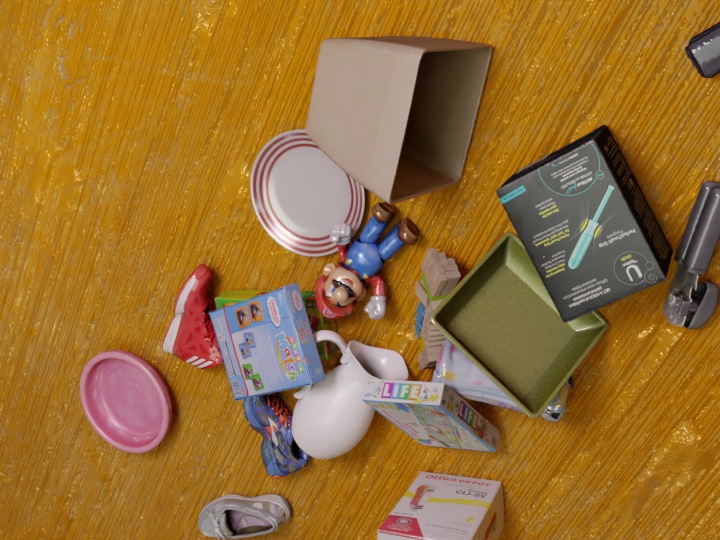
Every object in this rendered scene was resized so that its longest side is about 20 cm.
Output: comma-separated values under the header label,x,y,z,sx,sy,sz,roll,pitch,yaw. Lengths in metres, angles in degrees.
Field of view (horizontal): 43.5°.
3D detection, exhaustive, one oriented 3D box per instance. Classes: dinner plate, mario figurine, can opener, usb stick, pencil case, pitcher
label,x,y,z,sx,sy,sz,roll,pitch,yaw
dinner plate,-0.082,-0.121,1.414,0.198,0.024,0.202,8,111,23
mario figurine,0.000,0.000,1.367,0.201,0.106,0.124,-52,59,23
can opener,0.457,-0.016,1.199,0.066,0.053,0.202,7,113,-13
usb stick,0.491,-0.303,1.086,0.199,0.033,0.056,-30,93,29
pencil case,0.204,0.160,1.315,0.198,0.091,0.084,15,141,3
pitcher,-0.045,0.194,1.437,0.171,0.122,0.201,30,115,-16

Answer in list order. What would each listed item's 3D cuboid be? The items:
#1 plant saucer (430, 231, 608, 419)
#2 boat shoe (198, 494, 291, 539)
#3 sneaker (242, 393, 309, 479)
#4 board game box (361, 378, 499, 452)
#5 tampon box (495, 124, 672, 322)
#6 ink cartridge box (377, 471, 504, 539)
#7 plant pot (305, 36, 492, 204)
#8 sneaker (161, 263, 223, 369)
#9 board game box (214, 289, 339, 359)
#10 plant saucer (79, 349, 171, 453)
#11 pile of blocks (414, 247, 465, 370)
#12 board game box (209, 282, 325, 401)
label,x,y,z,sx,sy,sz,roll,pitch,yaw
plant saucer,0.218,0.079,1.273,0.200,0.200,0.048,44,152,5
boat shoe,-0.221,0.455,1.647,0.200,0.065,0.075,-12,102,27
sneaker,-0.140,0.260,1.550,0.078,0.075,0.202,-12,110,18
board game box,0.108,0.218,1.351,0.133,0.035,0.200,-1,151,34
tampon box,0.299,-0.063,1.200,0.149,0.126,0.201,-26,96,28
ink cartridge box,0.127,0.396,1.393,0.144,0.200,0.084,2,105,23
plant pot,0.040,-0.228,1.237,0.176,0.199,0.202,24,116,28
sneaker,-0.261,0.086,1.548,0.115,0.079,0.201,29,129,4
board game box,-0.139,0.088,1.496,0.198,0.048,0.103,0,107,24
plant saucer,-0.428,0.238,1.678,0.198,0.051,0.203,8,110,23
pile of blocks,0.124,0.058,1.370,0.061,0.082,0.202,-6,122,-18
board game box,-0.150,0.116,1.418,0.199,0.036,0.153,-18,88,46
